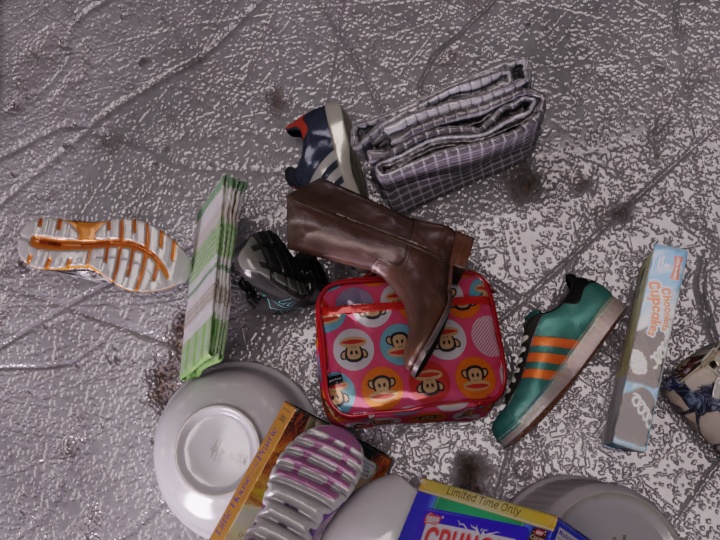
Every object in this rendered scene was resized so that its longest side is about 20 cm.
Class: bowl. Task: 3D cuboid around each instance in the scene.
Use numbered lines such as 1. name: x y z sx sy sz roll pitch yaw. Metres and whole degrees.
1. bowl: -0.144 0.196 1.108 0.198 0.090 0.204 -2 80 9

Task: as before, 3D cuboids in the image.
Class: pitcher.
1. pitcher: -0.002 0.301 1.010 0.121 0.172 0.200 41 79 9

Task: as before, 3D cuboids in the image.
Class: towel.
1. towel: -0.160 0.011 1.113 0.030 0.149 0.203 9 73 -18
2. towel: 0.097 -0.138 1.094 0.198 0.166 0.086 -22 83 4

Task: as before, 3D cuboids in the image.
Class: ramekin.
1. ramekin: 0.226 0.297 0.995 0.200 0.094 0.205 5 72 -14

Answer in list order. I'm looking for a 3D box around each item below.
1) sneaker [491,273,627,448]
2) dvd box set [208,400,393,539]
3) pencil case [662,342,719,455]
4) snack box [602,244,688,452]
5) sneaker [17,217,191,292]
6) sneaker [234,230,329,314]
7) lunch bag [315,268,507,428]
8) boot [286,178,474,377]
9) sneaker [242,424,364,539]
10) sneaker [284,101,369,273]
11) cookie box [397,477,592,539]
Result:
1. sneaker: 0.193 0.093 1.089 0.080 0.071 0.200 38 82 17
2. dvd box set: -0.069 0.255 1.071 0.146 0.029 0.201 33 84 -31
3. pencil case: 0.394 0.169 1.032 0.078 0.089 0.201 -38 78 0
4. snack box: 0.290 0.083 1.049 0.037 0.116 0.202 13 82 10
5. sneaker: -0.286 -0.020 1.177 0.197 0.077 0.079 12 82 7
6. sneaker: -0.092 0.015 1.079 0.079 0.200 0.076 -27 73 11
7. lunch bag: 0.050 0.072 1.091 0.197 0.082 0.178 -5 68 -6
8. boot: 0.000 0.000 1.038 0.198 0.065 0.187 21 50 2
9. sneaker: -0.066 0.246 1.014 0.080 0.089 0.201 27 61 9
10. sneaker: -0.037 -0.086 1.155 0.084 0.075 0.202 -15 71 10
11. cookie box: 0.096 0.305 0.913 0.170 0.075 0.202 3 62 49
